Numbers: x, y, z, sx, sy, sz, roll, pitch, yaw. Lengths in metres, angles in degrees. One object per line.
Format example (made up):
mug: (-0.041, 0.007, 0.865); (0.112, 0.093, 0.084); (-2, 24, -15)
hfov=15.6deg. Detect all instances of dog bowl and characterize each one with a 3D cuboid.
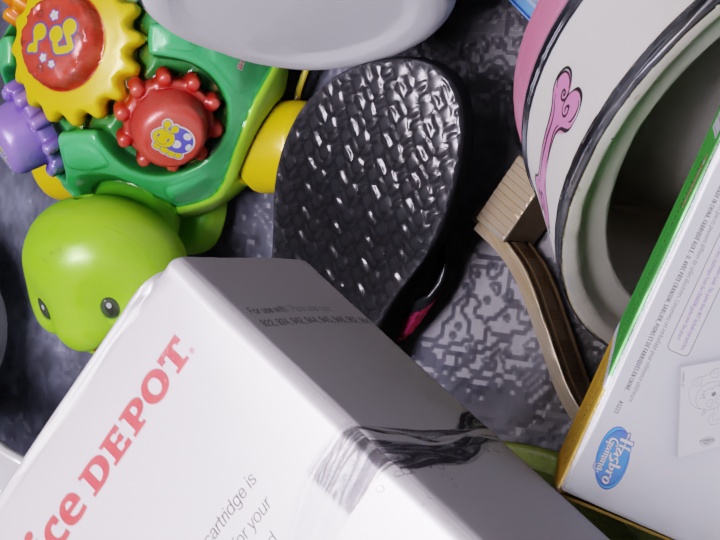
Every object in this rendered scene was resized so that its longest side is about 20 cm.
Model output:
dog bowl: (0.138, -0.064, 0.860); (0.200, 0.200, 0.074); (-48, 50, 22)

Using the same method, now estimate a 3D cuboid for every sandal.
sandal: (0.000, 0.000, 1.024); (0.075, 0.045, 0.200); (33, 124, 25)

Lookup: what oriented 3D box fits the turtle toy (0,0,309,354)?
turtle toy: (-0.092, -0.064, 1.055); (0.146, 0.101, 0.200); (-2, 87, 33)

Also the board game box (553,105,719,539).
board game box: (0.178, 0.035, 0.768); (0.200, 0.040, 0.153); (25, 103, 1)

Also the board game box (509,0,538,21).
board game box: (0.136, -0.156, 0.950); (0.151, 0.037, 0.200); (49, 114, 25)

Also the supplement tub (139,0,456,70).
supplement tub: (-0.020, -0.187, 0.983); (0.122, 0.122, 0.200); (-11, 64, 32)

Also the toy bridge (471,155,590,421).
toy bridge: (0.109, 0.039, 0.965); (0.200, 0.027, 0.067); (43, 111, 27)

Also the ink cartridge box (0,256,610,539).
ink cartridge box: (-0.007, 0.111, 0.757); (0.200, 0.084, 0.146); (43, 110, 22)

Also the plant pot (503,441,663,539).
plant pot: (0.001, 0.161, 0.934); (0.200, 0.190, 0.200); (-2, 86, 33)

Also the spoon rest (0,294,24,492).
spoon rest: (-0.166, 0.048, 1.100); (0.200, 0.061, 0.099); (42, 114, 44)
